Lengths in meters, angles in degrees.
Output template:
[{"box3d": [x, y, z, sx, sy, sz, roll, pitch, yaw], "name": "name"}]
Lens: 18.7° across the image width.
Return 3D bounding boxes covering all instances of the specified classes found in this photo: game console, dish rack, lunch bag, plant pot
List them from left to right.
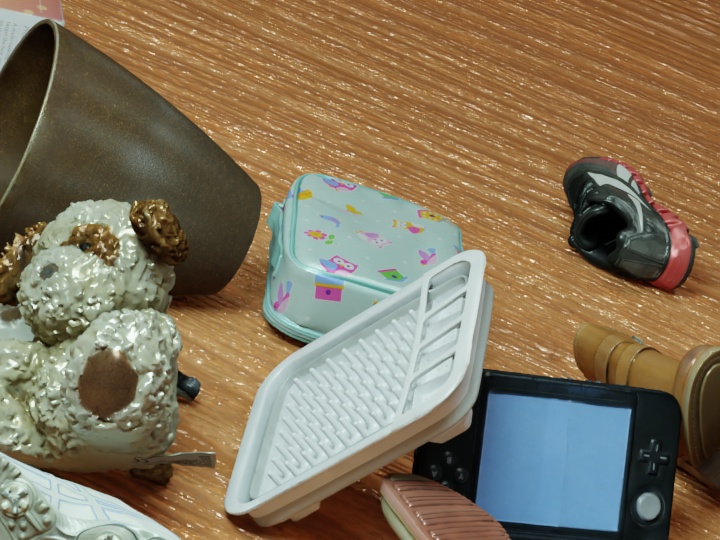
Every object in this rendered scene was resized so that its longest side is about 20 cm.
[{"box3d": [-0.181, -0.062, 1.638, 0.199, 0.188, 0.187, 23, 19, -23], "name": "plant pot"}, {"box3d": [0.000, 0.000, 1.733, 0.159, 0.078, 0.200, 14, 23, -6], "name": "lunch bag"}, {"box3d": [0.008, 0.083, 1.423, 0.044, 0.199, 0.172, 48, 28, -22], "name": "dish rack"}, {"box3d": [0.142, 0.158, 1.438, 0.199, 0.174, 0.119, 8, -3, -24], "name": "game console"}]

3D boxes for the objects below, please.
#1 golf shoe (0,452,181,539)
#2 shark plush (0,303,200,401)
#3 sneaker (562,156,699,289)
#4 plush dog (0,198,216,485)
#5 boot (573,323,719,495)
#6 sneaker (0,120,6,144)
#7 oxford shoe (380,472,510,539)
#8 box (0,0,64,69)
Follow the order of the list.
[{"box3d": [-0.184, 0.153, 1.281, 0.199, 0.079, 0.097, 27, 6, 6], "name": "golf shoe"}, {"box3d": [-0.205, 0.043, 1.503, 0.198, 0.092, 0.083, 5, -5, -17], "name": "shark plush"}, {"box3d": [0.229, -0.053, 2.032, 0.097, 0.071, 0.201, 8, 26, -28], "name": "sneaker"}, {"box3d": [-0.165, 0.037, 1.386, 0.199, 0.173, 0.160, -11, -22, 35], "name": "plush dog"}, {"box3d": [0.223, 0.078, 1.620, 0.155, 0.077, 0.200, 42, -6, 31], "name": "boot"}, {"box3d": [-0.282, -0.116, 1.772, 0.080, 0.089, 0.200, 22, 22, 12], "name": "sneaker"}, {"box3d": [0.062, 0.200, 1.324, 0.070, 0.074, 0.200, 5, 31, -36], "name": "oxford shoe"}, {"box3d": [-0.369, -0.215, 1.906, 0.199, 0.107, 0.152, 11, 24, -17], "name": "box"}]
